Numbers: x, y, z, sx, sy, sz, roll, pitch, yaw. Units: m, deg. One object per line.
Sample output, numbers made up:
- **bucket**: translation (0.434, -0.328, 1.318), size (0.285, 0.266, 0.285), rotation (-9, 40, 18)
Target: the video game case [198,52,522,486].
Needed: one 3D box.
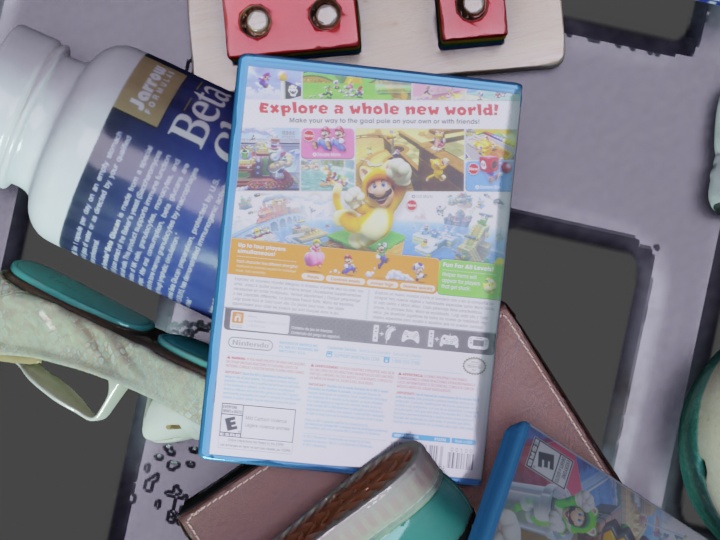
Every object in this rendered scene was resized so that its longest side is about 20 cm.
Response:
- **video game case**: translation (0.000, 0.000, 1.445), size (0.142, 0.018, 0.201), rotation (6, 92, -4)

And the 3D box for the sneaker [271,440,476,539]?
- **sneaker**: translation (-0.026, 0.173, 1.424), size (0.200, 0.071, 0.080), rotation (-37, 103, 7)

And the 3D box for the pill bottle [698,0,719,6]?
- **pill bottle**: translation (0.222, -0.190, 1.509), size (0.199, 0.120, 0.121), rotation (14, 88, 1)

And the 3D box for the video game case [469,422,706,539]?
- **video game case**: translation (0.131, 0.184, 1.422), size (0.199, 0.018, 0.144), rotation (33, 58, -21)

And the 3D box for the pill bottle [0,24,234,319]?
- **pill bottle**: translation (-0.103, -0.049, 1.507), size (0.199, 0.111, 0.112), rotation (25, 88, 0)

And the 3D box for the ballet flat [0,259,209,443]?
- **ballet flat**: translation (-0.112, 0.056, 1.515), size (0.199, 0.067, 0.063), rotation (23, 99, 25)

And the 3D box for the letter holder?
- **letter holder**: translation (0.027, 0.128, 1.509), size (0.199, 0.101, 0.143), rotation (-33, 90, -1)

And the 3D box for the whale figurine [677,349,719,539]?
- **whale figurine**: translation (0.256, 0.086, 1.524), size (0.199, 0.104, 0.160), rotation (-12, 87, -25)

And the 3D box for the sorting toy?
- **sorting toy**: translation (0.002, -0.201, 1.533), size (0.199, 0.070, 0.200), rotation (-5, 88, 0)

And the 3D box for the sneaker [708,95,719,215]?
- **sneaker**: translation (0.282, -0.070, 1.533), size (0.198, 0.075, 0.082), rotation (-1, 79, -1)
